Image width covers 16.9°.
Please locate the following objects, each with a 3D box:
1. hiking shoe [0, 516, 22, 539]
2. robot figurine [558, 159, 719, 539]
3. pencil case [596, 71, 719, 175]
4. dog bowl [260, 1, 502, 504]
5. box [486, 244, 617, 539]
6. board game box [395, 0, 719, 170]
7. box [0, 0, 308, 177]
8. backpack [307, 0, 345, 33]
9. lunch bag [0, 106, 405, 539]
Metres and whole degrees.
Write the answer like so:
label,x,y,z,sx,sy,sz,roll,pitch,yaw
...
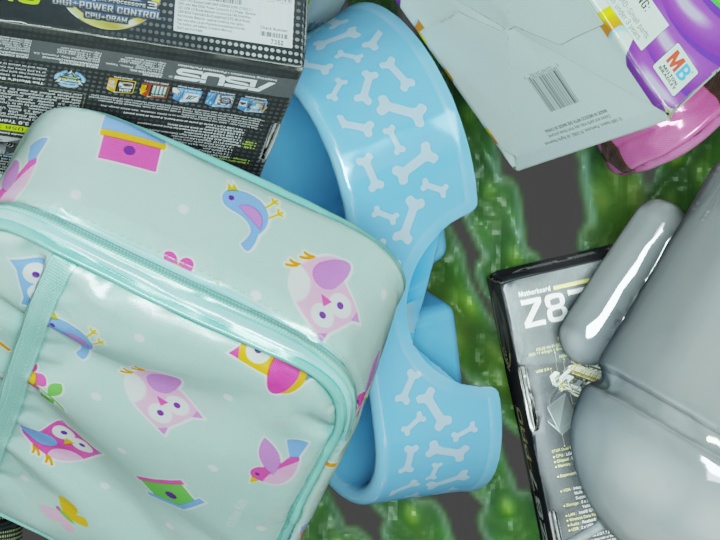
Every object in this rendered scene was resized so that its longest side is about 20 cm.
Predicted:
label,x,y,z,sx,sy,sz,roll,pitch,yaw
hiking shoe,-0.160,0.106,0.963,0.101,0.076,0.200,-40,94,3
robot figurine,0.153,0.036,0.913,0.169,0.113,0.201,29,89,38
pencil case,0.086,-0.140,0.963,0.094,0.091,0.201,-38,99,-37
dog bowl,0.000,0.000,0.927,0.049,0.111,0.201,-18,117,-23
box,0.165,0.059,0.996,0.199,0.049,0.162,-13,96,-3
board game box,0.116,-0.142,0.871,0.200,0.105,0.103,-42,102,-27
box,-0.131,-0.063,0.860,0.199,0.160,0.045,7,63,-11
backpack,-0.091,-0.168,0.906,0.182,0.147,0.201,4,103,17
lunch bag,-0.082,0.038,0.876,0.160,0.200,0.077,24,53,-3
